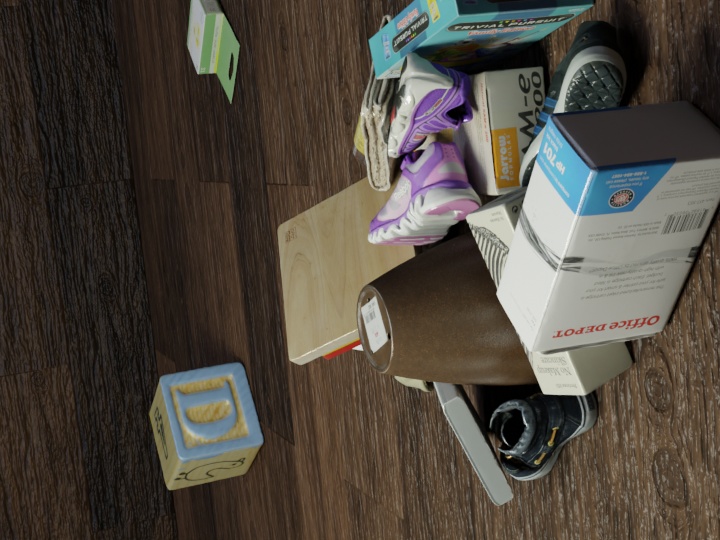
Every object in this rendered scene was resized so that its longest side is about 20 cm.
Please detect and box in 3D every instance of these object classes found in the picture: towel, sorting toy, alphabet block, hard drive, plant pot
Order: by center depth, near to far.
[{"bbox_3d":[0.103,0.046,1.194,0.187,0.198,0.189,171,90,-68],"label":"plant pot"},{"bbox_3d":[0.121,0.172,1.276,0.133,0.027,0.200,61,-177,-12],"label":"hard drive"},{"bbox_3d":[0.033,-0.190,1.284,0.200,0.034,0.134,79,-157,-70],"label":"towel"},{"bbox_3d":[0.000,0.000,1.379,0.198,0.069,0.202,-27,53,27],"label":"sorting toy"},{"bbox_3d":[-0.337,0.337,2.398,0.200,0.193,0.198,119,139,-58],"label":"alphabet block"}]

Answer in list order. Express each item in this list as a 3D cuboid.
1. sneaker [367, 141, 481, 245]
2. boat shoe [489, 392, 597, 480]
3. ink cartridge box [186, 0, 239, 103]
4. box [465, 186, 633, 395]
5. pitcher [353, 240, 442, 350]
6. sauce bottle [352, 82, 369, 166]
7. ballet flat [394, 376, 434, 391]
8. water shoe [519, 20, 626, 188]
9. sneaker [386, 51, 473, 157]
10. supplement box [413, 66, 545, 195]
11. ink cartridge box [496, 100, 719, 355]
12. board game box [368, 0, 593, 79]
[{"bbox_3d":[0.066,-0.083,1.219,0.200,0.080,0.089,146,118,-63],"label":"sneaker"},{"bbox_3d":[0.174,0.180,1.211,0.201,0.090,0.071,116,139,-55],"label":"boat shoe"},{"bbox_3d":[-0.294,-0.446,2.189,0.146,0.047,0.201,106,150,-45],"label":"ink cartridge box"},{"bbox_3d":[0.184,0.019,1.087,0.202,0.068,0.082,65,157,-4],"label":"box"},{"bbox_3d":[0.039,0.007,1.470,0.171,0.120,0.202,11,97,51],"label":"pitcher"},{"bbox_3d":[0.038,-0.223,1.435,0.201,0.064,0.065,109,145,-46],"label":"sauce bottle"},{"bbox_3d":[0.100,0.075,1.397,0.070,0.069,0.201,60,142,42],"label":"ballet flat"},{"bbox_3d":[0.208,-0.150,1.065,0.201,0.071,0.080,110,172,-54],"label":"water shoe"},{"bbox_3d":[0.073,-0.161,1.156,0.200,0.083,0.082,122,158,-83],"label":"sneaker"},{"bbox_3d":[0.128,-0.150,1.223,0.200,0.073,0.127,-168,70,-68],"label":"supplement box"},{"bbox_3d":[0.215,-0.035,0.955,0.086,0.145,0.201,-118,29,-42],"label":"ink cartridge box"},{"bbox_3d":[0.115,-0.248,1.116,0.200,0.150,0.047,161,98,-68],"label":"board game box"}]
